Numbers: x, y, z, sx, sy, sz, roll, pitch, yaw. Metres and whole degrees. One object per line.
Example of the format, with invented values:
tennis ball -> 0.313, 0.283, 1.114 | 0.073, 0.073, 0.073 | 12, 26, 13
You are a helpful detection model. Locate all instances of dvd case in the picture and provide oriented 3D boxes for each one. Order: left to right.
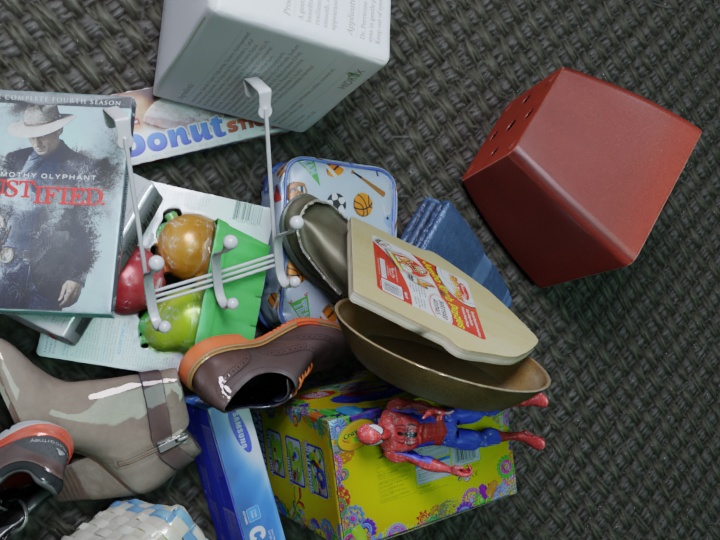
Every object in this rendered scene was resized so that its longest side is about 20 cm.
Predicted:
dvd case -> -0.277, -0.060, 0.739 | 0.145, 0.022, 0.201 | 3, 74, -3

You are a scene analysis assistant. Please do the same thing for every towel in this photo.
towel -> 0.105, 0.015, 0.979 | 0.112, 0.048, 0.200 | -58, 135, -21

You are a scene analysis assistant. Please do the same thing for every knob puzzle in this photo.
knob puzzle -> 0.073, 0.034, 0.781 | 0.219, 0.220, 0.031 | 20, 112, -27

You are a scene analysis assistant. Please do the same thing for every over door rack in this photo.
over door rack -> -0.130, -0.056, 0.746 | 0.147, 0.066, 0.201 | -18, 112, -29

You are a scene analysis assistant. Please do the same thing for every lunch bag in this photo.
lunch bag -> -0.031, -0.018, 0.920 | 0.159, 0.075, 0.201 | 6, 84, -31

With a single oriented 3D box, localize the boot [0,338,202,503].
boot -> -0.237, 0.125, 0.785 | 0.145, 0.070, 0.201 | -21, 119, -11

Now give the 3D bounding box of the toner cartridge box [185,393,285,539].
toner cartridge box -> -0.123, 0.221, 0.847 | 0.043, 0.095, 0.201 | -18, 97, -29

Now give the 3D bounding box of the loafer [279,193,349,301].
loafer -> 0.000, 0.000, 0.854 | 0.200, 0.069, 0.075 | 47, 64, -22

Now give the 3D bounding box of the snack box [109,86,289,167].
snack box -> -0.167, -0.160, 0.876 | 0.199, 0.024, 0.072 | -19, 95, -29

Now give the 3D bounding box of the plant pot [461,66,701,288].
plant pot -> 0.245, -0.122, 1.019 | 0.176, 0.200, 0.201 | 37, 71, -11

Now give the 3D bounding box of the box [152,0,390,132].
box -> -0.086, -0.269, 0.811 | 0.170, 0.200, 0.200 | 10, 74, -27

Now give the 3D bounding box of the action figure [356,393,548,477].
action figure -> 0.096, 0.144, 0.752 | 0.199, 0.099, 0.066 | 1, 93, -27

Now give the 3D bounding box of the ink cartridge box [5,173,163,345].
ink cartridge box -> -0.306, -0.046, 0.769 | 0.199, 0.050, 0.163 | 26, 75, 7

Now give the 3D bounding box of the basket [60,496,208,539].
basket -> -0.224, 0.303, 0.742 | 0.200, 0.176, 0.140 | -40, 110, -36

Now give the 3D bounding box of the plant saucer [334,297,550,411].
plant saucer -> 0.067, 0.077, 0.750 | 0.199, 0.200, 0.036 | 12, 103, -28

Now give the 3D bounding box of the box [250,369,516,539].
box -> 0.018, 0.178, 0.870 | 0.199, 0.192, 0.123 | -9, 93, -30

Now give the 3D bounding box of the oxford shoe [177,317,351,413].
oxford shoe -> -0.074, 0.097, 0.812 | 0.199, 0.072, 0.071 | -11, 132, -44

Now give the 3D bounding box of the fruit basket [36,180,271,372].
fruit basket -> -0.196, 0.009, 0.833 | 0.199, 0.094, 0.187 | 10, 82, -13

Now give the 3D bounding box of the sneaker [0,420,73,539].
sneaker -> -0.330, 0.205, 0.704 | 0.200, 0.082, 0.077 | -37, 125, 4
